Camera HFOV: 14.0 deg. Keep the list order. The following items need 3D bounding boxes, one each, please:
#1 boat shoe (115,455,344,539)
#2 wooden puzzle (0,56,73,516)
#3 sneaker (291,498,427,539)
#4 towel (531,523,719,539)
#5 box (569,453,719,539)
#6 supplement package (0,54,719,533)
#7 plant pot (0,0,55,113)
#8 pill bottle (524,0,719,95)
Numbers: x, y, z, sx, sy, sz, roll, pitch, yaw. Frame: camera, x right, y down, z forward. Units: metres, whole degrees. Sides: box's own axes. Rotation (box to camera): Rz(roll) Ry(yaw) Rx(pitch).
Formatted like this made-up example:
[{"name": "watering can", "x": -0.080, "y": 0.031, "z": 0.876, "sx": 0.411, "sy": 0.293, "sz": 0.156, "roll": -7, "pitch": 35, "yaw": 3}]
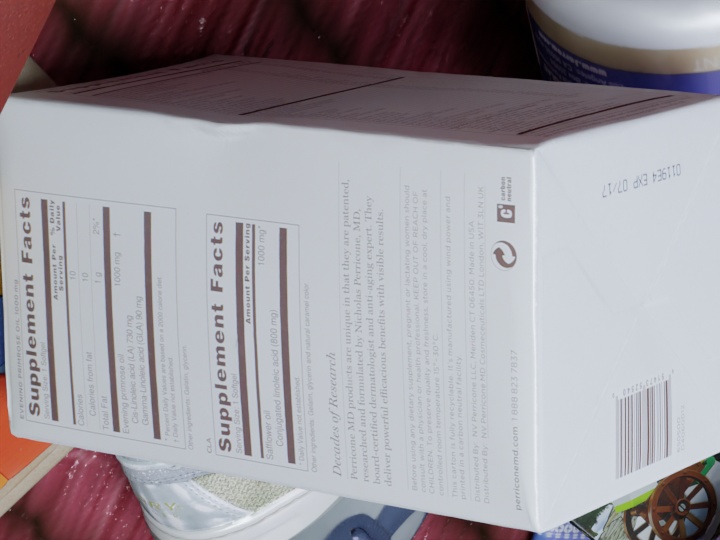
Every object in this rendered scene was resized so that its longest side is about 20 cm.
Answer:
[{"name": "boat shoe", "x": 0.002, "y": 0.022, "z": 1.030, "sx": 0.202, "sy": 0.074, "sz": 0.065, "roll": -35, "pitch": 138, "yaw": -12}, {"name": "wooden puzzle", "x": -0.149, "y": 0.028, "z": 0.929, "sx": 0.200, "sy": 0.037, "sz": 0.185, "roll": -47, "pitch": 138, "yaw": -5}, {"name": "sneaker", "x": -0.029, "y": 0.145, "z": 1.080, "sx": 0.200, "sy": 0.082, "sz": 0.070, "roll": -48, "pitch": 136, "yaw": -4}, {"name": "towel", "x": 0.158, "y": 0.039, "z": 1.183, "sx": 0.145, "sy": 0.024, "sz": 0.200, "roll": 6, "pitch": 115, "yaw": -22}, {"name": "box", "x": 0.127, "y": 0.006, "z": 1.112, "sx": 0.137, "sy": 0.038, "sz": 0.200, "roll": 39, "pitch": 90, "yaw": -24}, {"name": "supplement package", "x": 0.000, "y": 0.000, "z": 0.887, "sx": 0.114, "sy": 0.200, "sz": 0.110, "roll": -16, "pitch": 109, "yaw": -51}, {"name": "plant pot", "x": -0.168, "y": -0.089, "z": 0.710, "sx": 0.200, "sy": 0.200, "sz": 0.176, "roll": -62, "pitch": 164, "yaw": 12}, {"name": "pill bottle", "x": 0.124, "y": -0.047, "z": 0.987, "sx": 0.116, "sy": 0.116, "sz": 0.200, "roll": -34, "pitch": 135, "yaw": -18}]
